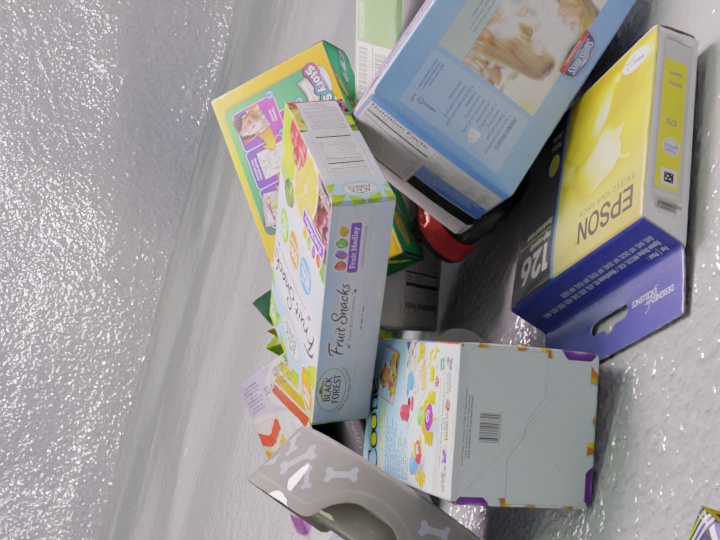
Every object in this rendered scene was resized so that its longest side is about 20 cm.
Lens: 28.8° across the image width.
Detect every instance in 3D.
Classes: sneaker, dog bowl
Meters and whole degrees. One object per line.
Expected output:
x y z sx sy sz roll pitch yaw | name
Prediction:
0.108 -0.098 1.221 0.098 0.071 0.202 -34 27 39 | sneaker
0.013 0.186 1.035 0.059 0.199 0.200 -56 13 -11 | dog bowl

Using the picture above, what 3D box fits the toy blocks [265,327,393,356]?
-0.016 0.020 1.510 0.199 0.099 0.138 -20 45 58 | toy blocks

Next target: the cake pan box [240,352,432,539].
-0.024 0.156 1.257 0.200 0.052 0.186 -34 77 58 | cake pan box

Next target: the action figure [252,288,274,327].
0.000 0.000 1.402 0.200 0.118 0.055 -44 -14 -11 | action figure

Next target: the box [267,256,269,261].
-0.082 -0.124 1.953 0.159 0.045 0.202 -110 39 -65 | box

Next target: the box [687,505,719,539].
0.167 0.223 0.668 0.064 0.069 0.202 -132 60 -75 | box

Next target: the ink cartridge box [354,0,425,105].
0.073 -0.233 1.212 0.199 0.048 0.147 -32 -49 -45 | ink cartridge box

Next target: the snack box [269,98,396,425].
-0.025 -0.007 1.064 0.143 0.052 0.202 -114 25 -51 | snack box

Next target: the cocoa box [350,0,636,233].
0.095 -0.156 1.084 0.201 0.133 0.131 -56 5 -16 | cocoa box

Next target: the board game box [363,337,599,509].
0.080 0.105 1.006 0.200 0.102 0.107 176 99 -73 | board game box

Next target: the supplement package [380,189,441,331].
0.008 -0.049 1.283 0.117 0.115 0.203 11 -97 -70 | supplement package

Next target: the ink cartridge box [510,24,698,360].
0.167 -0.038 0.993 0.198 0.046 0.202 136 149 -61 | ink cartridge box

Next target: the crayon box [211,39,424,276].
-0.038 -0.080 1.209 0.118 0.058 0.202 -25 78 19 | crayon box

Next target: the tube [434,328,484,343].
0.064 0.098 1.214 0.058 0.052 0.200 -33 -8 -19 | tube
